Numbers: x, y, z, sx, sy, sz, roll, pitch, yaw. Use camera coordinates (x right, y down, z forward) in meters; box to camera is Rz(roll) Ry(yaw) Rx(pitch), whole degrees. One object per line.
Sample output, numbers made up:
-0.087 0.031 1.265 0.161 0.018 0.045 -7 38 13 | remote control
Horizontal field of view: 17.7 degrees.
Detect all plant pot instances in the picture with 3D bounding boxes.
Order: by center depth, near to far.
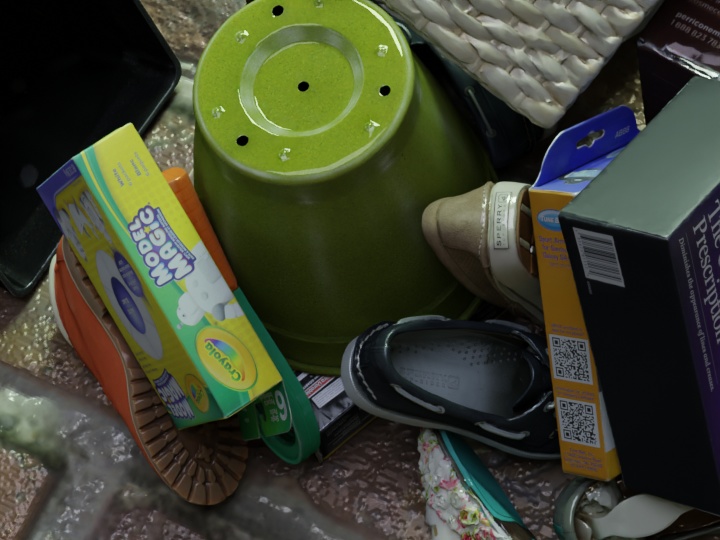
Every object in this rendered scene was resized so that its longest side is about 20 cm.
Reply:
-0.019 -0.067 1.387 0.198 0.193 0.202 -4 64 7 | plant pot
-0.271 -0.136 1.530 0.176 0.200 0.201 22 69 32 | plant pot

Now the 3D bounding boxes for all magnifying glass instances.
-0.076 0.030 1.386 0.022 0.201 0.079 -31 24 -21 | magnifying glass

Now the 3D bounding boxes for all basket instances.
0.102 -0.218 1.367 0.200 0.161 0.199 38 109 -6 | basket

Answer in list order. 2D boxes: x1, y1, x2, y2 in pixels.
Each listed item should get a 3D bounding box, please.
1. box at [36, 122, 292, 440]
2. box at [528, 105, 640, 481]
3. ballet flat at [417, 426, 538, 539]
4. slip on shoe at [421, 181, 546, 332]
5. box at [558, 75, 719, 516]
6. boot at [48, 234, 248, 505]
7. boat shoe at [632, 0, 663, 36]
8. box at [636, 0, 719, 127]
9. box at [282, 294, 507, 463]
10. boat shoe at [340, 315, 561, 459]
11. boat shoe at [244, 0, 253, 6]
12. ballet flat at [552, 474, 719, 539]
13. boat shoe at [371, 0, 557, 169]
-0.114 0.019 1.369 0.048 0.117 0.201 -34 94 -19 | box
0.157 0.008 1.356 0.041 0.202 0.119 11 27 41 | box
0.082 0.175 1.375 0.064 0.076 0.200 -43 60 6 | ballet flat
0.094 -0.004 1.390 0.060 0.200 0.077 -2 79 21 | slip on shoe
0.198 0.015 1.306 0.078 0.201 0.141 13 45 37 | box
-0.138 0.059 1.472 0.075 0.107 0.201 -22 86 -27 | boot
0.168 -0.198 1.535 0.199 0.074 0.065 -23 48 -25 | boat shoe
0.282 -0.113 1.404 0.165 0.200 0.165 30 72 22 | box
0.000 0.000 1.486 0.200 0.049 0.160 -39 67 -10 | box
0.089 0.069 1.382 0.198 0.060 0.076 4 75 -22 | boat shoe
-0.036 -0.175 1.498 0.064 0.200 0.072 -32 90 -10 | boat shoe
0.212 0.130 1.371 0.198 0.064 0.068 -18 90 3 | ballet flat
0.045 -0.145 1.537 0.062 0.075 0.200 -35 72 -20 | boat shoe
